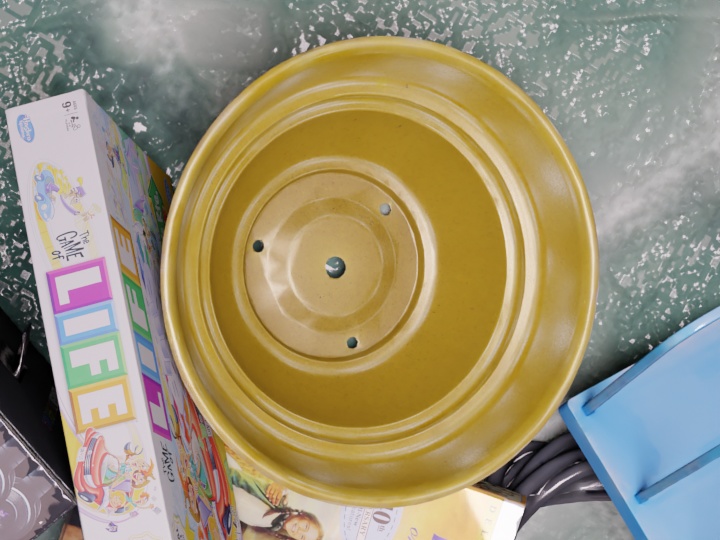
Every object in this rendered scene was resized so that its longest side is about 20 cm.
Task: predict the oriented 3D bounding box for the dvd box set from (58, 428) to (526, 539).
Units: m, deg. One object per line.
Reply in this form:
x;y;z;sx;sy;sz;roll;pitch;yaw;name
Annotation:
-0.040;0.140;0.761;0.199;0.029;0.147;20;94;6;dvd box set

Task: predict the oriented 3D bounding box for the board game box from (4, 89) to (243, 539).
-0.092;0.041;0.683;0.034;0.134;0.201;-14;77;5;board game box

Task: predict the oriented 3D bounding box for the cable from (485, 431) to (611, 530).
0.129;0.161;0.804;0.199;0.051;0.164;3;100;-10;cable

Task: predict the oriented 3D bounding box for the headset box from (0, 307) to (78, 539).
-0.207;0.098;0.686;0.200;0.174;0.093;-39;99;-1;headset box

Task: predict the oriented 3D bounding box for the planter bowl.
0.000;0.000;0.740;0.200;0.083;0.201;-1;92;-19;planter bowl

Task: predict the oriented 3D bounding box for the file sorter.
0.210;0.100;0.715;0.138;0.123;0.200;-25;77;-22;file sorter
